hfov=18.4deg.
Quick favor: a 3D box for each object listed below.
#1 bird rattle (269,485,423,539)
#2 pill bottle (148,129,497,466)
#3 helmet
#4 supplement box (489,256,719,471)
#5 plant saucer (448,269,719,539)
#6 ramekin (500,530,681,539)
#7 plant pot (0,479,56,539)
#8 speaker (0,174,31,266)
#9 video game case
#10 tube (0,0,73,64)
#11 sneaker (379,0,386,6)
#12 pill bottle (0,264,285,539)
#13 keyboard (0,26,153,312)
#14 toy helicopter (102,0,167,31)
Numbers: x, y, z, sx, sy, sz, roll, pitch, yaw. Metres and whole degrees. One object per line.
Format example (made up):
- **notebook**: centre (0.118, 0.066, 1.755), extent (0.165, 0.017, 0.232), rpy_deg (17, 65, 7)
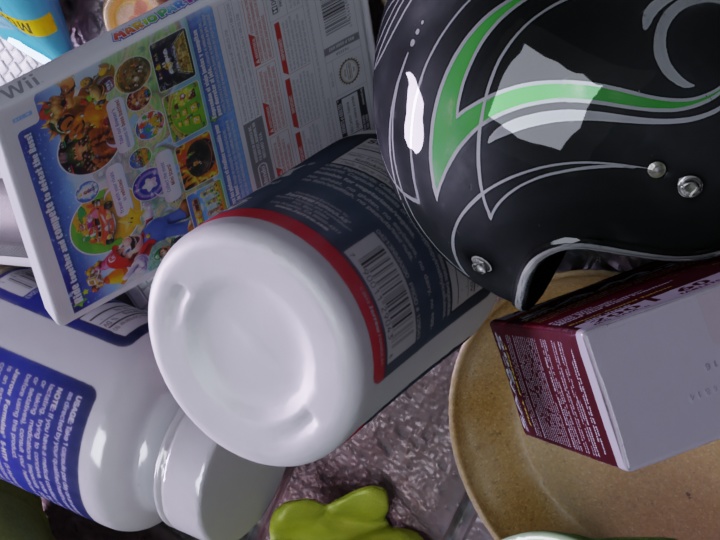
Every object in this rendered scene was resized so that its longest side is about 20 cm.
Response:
- **bird rattle**: centre (-0.032, 0.223, 1.271), extent (0.163, 0.113, 0.200), rpy_deg (40, 133, -9)
- **pill bottle**: centre (0.000, 0.000, 1.074), extent (0.119, 0.200, 0.121), rpy_deg (14, 119, 28)
- **helmet**: centre (0.098, -0.086, 0.977), extent (0.189, 0.200, 0.202), rpy_deg (-6, 108, 21)
- **supplement box**: centre (0.129, 0.033, 0.951), extent (0.200, 0.108, 0.061), rpy_deg (173, 78, -83)
- **plant saucer**: centre (0.139, 0.087, 1.127), extent (0.199, 0.035, 0.202), rpy_deg (15, 119, 28)
- **ramekin**: centre (0.127, 0.223, 1.074), extent (0.199, 0.097, 0.202), rpy_deg (1, 91, 50)
- **plant pot**: centre (-0.224, 0.226, 1.301), extent (0.184, 0.199, 0.202), rpy_deg (36, 129, 39)
- **speaker**: centre (-0.198, -0.043, 1.257), extent (0.199, 0.081, 0.082), rpy_deg (5, 114, 38)
- **video game case**: centre (-0.079, -0.072, 1.080), extent (0.018, 0.199, 0.144), rpy_deg (45, 157, 39)
- **tube**: centre (-0.194, -0.172, 1.170), extent (0.077, 0.050, 0.200), rpy_deg (37, 161, 23)
- **sneaker**: centre (0.049, -0.196, 1.038), extent (0.070, 0.108, 0.201), rpy_deg (51, 164, 25)
- **pill bottle**: centre (-0.145, 0.079, 1.259), extent (0.199, 0.119, 0.121), rpy_deg (20, 122, 27)
- **keyboard**: centre (-0.159, -0.054, 1.279), extent (0.056, 0.011, 0.201), rpy_deg (-36, 89, 40)
- **toy helicopter**: centre (-0.119, -0.203, 1.158), extent (0.131, 0.079, 0.201), rpy_deg (4, 124, 23)
